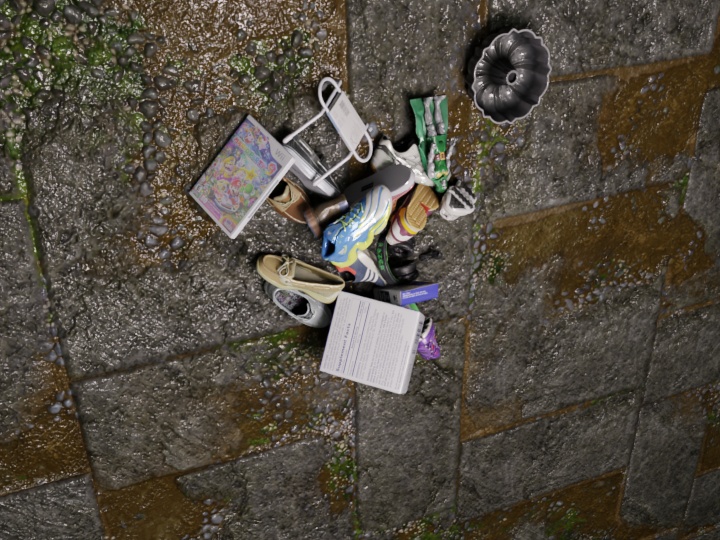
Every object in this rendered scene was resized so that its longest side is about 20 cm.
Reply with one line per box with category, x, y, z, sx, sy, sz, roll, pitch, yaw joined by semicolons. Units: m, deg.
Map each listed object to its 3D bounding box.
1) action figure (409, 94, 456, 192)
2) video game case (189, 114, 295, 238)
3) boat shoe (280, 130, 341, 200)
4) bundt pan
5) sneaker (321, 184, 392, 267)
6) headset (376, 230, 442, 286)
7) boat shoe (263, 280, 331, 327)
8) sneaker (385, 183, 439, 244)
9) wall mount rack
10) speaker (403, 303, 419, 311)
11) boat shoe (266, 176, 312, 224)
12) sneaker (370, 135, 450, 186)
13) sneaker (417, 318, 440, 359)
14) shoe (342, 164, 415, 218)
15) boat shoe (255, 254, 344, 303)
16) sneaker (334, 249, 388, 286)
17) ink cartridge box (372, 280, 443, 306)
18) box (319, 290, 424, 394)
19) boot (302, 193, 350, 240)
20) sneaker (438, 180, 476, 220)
action figure;0.164;-0.269;1.655;0.116;0.054;0.205;-17;105;-37
video game case;-0.235;-0.186;1.522;0.201;0.143;0.018;-50;158;7
boat shoe;-0.094;-0.214;1.605;0.200;0.071;0.072;42;73;-46
bundt pan;0.311;-0.429;1.672;0.197;0.076;0.206;-11;121;-19
sneaker;-0.013;-0.088;1.577;0.104;0.076;0.202;-2;129;-54
headset;0.109;-0.030;1.770;0.198;0.092;0.127;1;82;-57
boat shoe;-0.136;0.084;1.747;0.200;0.072;0.070;36;99;-35
sneaker;0.110;-0.128;1.708;0.089;0.200;0.075;-34;99;33
wall mount rack;-0.062;-0.278;1.547;0.201;0.073;0.176;53;53;-36
speaker;0.049;0.143;1.857;0.197;0.089;0.090;-30;125;-7
boat shoe;-0.168;-0.160;1.598;0.076;0.074;0.199;-45;125;5
sneaker;0.121;-0.242;1.686;0.196;0.076;0.090;5;115;-27
sneaker;0.164;0.173;1.870;0.080;0.084;0.200;-40;167;-1
shoe;0.057;-0.161;1.654;0.197;0.073;0.090;-15;144;41
boat shoe;-0.131;0.008;1.684;0.197;0.074;0.063;26;137;-16
sneaker;0.000;0.000;1.745;0.084;0.076;0.200;-36;148;7
ink cartridge box;0.108;0.051;1.767;0.097;0.199;0.040;-12;94;-19
box;0.028;0.163;1.745;0.195;0.105;0.189;14;86;13
boot;-0.044;-0.089;1.662;0.095;0.076;0.200;-28;150;7
sneaker;0.210;-0.144;1.727;0.081;0.200;0.075;-44;88;19
